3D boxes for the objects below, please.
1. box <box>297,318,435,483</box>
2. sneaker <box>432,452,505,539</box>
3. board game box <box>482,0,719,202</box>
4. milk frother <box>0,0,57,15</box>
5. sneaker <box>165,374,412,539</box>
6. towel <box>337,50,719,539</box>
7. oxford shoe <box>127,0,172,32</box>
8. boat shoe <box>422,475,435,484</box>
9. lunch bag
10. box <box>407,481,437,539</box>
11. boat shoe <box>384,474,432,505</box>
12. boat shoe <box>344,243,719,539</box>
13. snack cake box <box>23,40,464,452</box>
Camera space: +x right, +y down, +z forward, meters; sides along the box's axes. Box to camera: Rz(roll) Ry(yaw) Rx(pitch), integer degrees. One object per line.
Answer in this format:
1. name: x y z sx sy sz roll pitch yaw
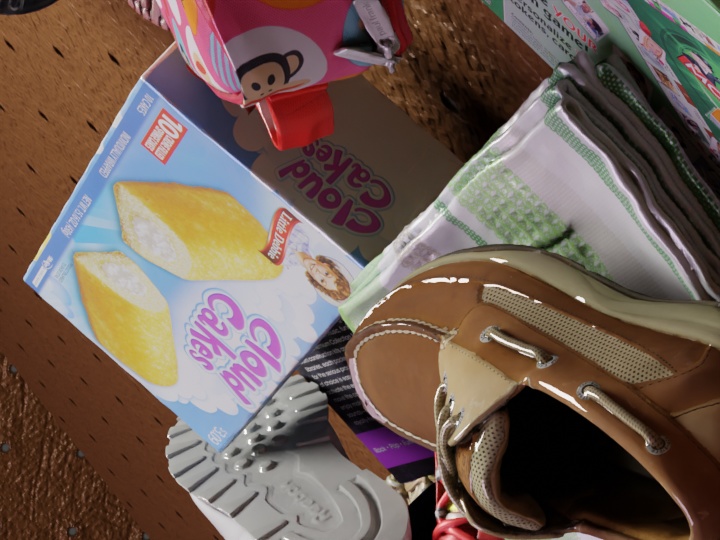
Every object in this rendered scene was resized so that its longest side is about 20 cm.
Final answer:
1. box: 0.000 0.000 1.198 0.200 0.036 0.143 47 149 -15
2. sneaker: 0.055 0.093 1.120 0.201 0.085 0.077 57 158 -3
3. board game box: 0.064 -0.103 0.871 0.200 0.029 0.135 46 166 19
4. milk frother: -0.240 -0.201 1.444 0.199 0.181 0.189 24 -148 -15
5. sneaker: -0.025 0.111 1.205 0.081 0.076 0.200 66 173 -29
6. towel: 0.070 0.030 0.934 0.150 0.031 0.200 55 149 5
7. oxford shoe: -0.080 -0.152 1.198 0.199 0.075 0.071 31 117 28
8. boat shoe: 0.037 0.067 1.401 0.200 0.059 0.072 53 167 -14
9. lunch bag: -0.044 -0.124 0.944 0.200 0.081 0.177 -132 21 -77
10. box: 0.051 0.216 1.268 0.200 0.148 0.104 45 -173 -39
11. boat shoe: 0.056 0.127 1.502 0.200 0.063 0.073 42 166 35
12. boat shoe: 0.056 0.043 0.871 0.199 0.074 0.076 6 125 53
13. snack cake box: -0.051 -0.017 1.131 0.115 0.067 0.200 42 150 1
